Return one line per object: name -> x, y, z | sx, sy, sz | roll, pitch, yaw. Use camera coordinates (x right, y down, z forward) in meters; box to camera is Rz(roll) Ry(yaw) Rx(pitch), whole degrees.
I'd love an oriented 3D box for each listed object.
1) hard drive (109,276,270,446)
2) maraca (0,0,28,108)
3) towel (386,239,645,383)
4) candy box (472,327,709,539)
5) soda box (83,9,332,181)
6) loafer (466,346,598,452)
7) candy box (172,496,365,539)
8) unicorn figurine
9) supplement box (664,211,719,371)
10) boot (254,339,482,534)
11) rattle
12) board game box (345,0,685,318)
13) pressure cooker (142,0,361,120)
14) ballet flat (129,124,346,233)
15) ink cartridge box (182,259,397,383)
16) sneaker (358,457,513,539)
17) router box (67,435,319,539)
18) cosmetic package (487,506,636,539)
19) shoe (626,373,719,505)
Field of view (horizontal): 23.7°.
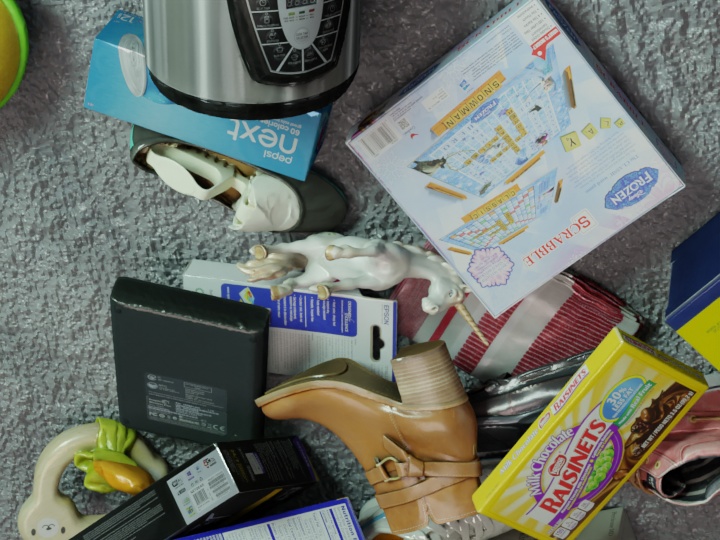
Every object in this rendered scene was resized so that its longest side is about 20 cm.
hard drive -> -0.154, 0.089, 1.551 | 0.138, 0.033, 0.201 | 12, 143, 4
maraca -> -0.357, -0.175, 1.443 | 0.137, 0.107, 0.200 | 36, 123, -9
towel -> 0.130, 0.043, 1.500 | 0.199, 0.023, 0.145 | 30, 124, -5
candy box -> 0.191, 0.144, 1.435 | 0.102, 0.026, 0.201 | 27, 114, -24
soda box -> -0.125, -0.147, 1.426 | 0.198, 0.064, 0.068 | 18, 123, 2
loafer -> 0.148, 0.113, 1.505 | 0.198, 0.064, 0.072 | -15, 149, 28
candy box -> -0.109, 0.290, 1.583 | 0.198, 0.078, 0.169 | -9, 155, -26
unicorn figurine -> 0.000, 0.000, 1.445 | 0.199, 0.137, 0.075 | 27, 113, 38
supplement box -> 0.355, 0.045, 1.390 | 0.200, 0.109, 0.109 | 41, 121, -11
boot -> 0.012, 0.153, 1.501 | 0.198, 0.077, 0.157 | -13, 99, 19
rattle -> -0.270, 0.249, 1.631 | 0.200, 0.143, 0.130 | -42, 130, 2
board game box -> 0.126, -0.093, 1.392 | 0.199, 0.041, 0.200 | -35, 106, 22
pressure cooker -> -0.084, -0.235, 1.297 | 0.177, 0.176, 0.202 | 10, 122, 12
ballet flat -> -0.110, -0.071, 1.465 | 0.198, 0.069, 0.068 | 23, 129, 0
ink cartridge box -> -0.061, 0.048, 1.544 | 0.198, 0.037, 0.096 | 8, 122, 13
sneaker -> 0.082, 0.238, 1.594 | 0.199, 0.081, 0.077 | -24, 111, 24
router box -> -0.157, 0.224, 1.580 | 0.199, 0.157, 0.053 | -34, 74, 20
cosmetic package -> 0.157, 0.293, 1.595 | 0.198, 0.104, 0.074 | -15, 115, 21
shoe -> 0.245, 0.161, 1.492 | 0.199, 0.092, 0.072 | -21, 127, 23
